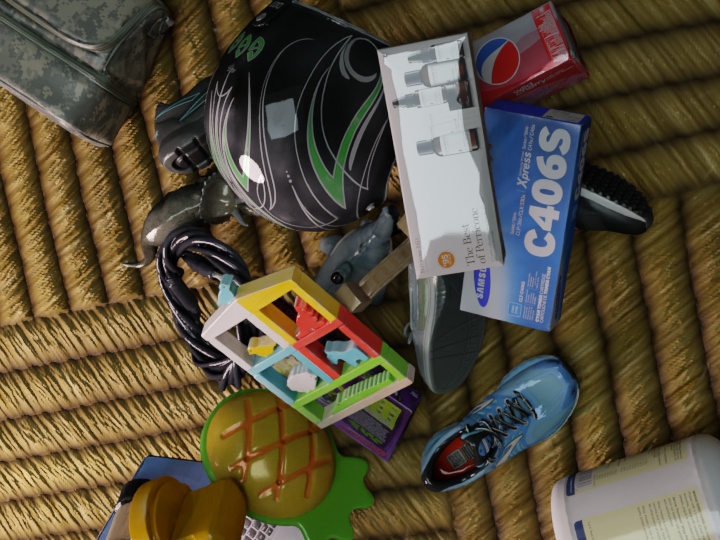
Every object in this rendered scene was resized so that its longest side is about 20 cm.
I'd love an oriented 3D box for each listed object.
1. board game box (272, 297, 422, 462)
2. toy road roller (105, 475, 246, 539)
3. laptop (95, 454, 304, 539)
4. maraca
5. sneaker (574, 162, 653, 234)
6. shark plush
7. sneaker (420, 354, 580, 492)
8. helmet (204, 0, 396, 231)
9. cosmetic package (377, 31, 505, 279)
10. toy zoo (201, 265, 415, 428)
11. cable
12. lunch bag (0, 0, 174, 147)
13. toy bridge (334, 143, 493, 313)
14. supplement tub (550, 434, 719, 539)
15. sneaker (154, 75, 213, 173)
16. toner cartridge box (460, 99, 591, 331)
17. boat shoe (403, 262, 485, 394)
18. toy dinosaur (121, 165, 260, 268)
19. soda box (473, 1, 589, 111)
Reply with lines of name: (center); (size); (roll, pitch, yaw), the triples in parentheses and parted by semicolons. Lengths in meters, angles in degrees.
board game box: (-0.035, 0.111, 1.259); (0.199, 0.032, 0.121); (34, 141, 9)
toy road roller: (-0.166, 0.297, 1.222); (0.144, 0.124, 0.201); (-23, 117, 22)
laptop: (-0.176, 0.317, 1.321); (0.199, 0.116, 0.189); (35, 107, 9)
maraca: (-0.078, 0.209, 1.278); (0.199, 0.107, 0.138); (36, 63, -2)
sneaker: (0.186, -0.063, 1.187); (0.198, 0.070, 0.091); (23, 117, 14)
shark plush: (0.000, 0.000, 1.201); (0.091, 0.083, 0.199); (55, 145, -4)
sneaker: (0.140, 0.165, 1.216); (0.200, 0.090, 0.079); (-43, 85, 17)
helmet: (-0.051, -0.137, 1.131); (0.198, 0.200, 0.193); (25, 94, 12)
cosmetic package: (0.072, -0.100, 1.055); (0.081, 0.051, 0.203); (-9, 101, 12)
toy zoo: (-0.060, 0.069, 1.151); (0.130, 0.021, 0.200); (-29, 122, 34)
cable: (-0.160, 0.043, 1.248); (0.164, 0.051, 0.200); (50, 149, 2)
lunch bag: (-0.314, -0.254, 1.276); (0.198, 0.139, 0.169); (33, 90, 9)
toy bridge: (0.057, -0.041, 1.133); (0.027, 0.067, 0.200); (45, 106, 15)
supplement tub: (0.296, 0.243, 1.151); (0.197, 0.145, 0.147); (-21, 92, 18)
sneaker: (-0.129, -0.178, 1.256); (0.197, 0.076, 0.080); (-24, 63, 5)
toner cartridge box: (0.155, -0.051, 1.140); (0.094, 0.043, 0.203); (13, 111, 22)
boat shoe: (0.079, 0.023, 1.224); (0.064, 0.074, 0.205); (22, 122, 54)
toy dinosaur: (-0.187, -0.062, 1.276); (0.197, 0.102, 0.078); (-19, 92, 18)
soda box: (0.117, -0.180, 1.177); (0.198, 0.070, 0.064); (-25, 73, 20)
